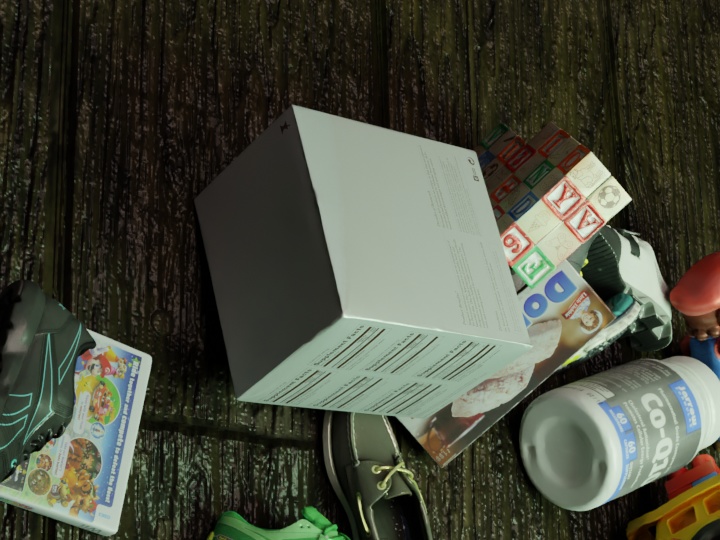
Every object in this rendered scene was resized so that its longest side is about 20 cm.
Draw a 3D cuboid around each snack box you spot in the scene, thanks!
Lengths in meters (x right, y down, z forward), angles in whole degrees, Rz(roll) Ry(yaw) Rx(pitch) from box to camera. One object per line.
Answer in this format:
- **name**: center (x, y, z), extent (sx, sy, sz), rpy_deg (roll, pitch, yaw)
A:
- **snack box**: center (0.121, 0.078, 1.366), extent (0.072, 0.200, 0.024), rpy_deg (48, 6, -3)

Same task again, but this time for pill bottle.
- **pill bottle**: center (0.253, 0.147, 1.497), extent (0.200, 0.114, 0.114), rpy_deg (-14, 84, -43)

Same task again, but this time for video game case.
- **video game case**: center (-0.249, 0.094, 1.139), extent (0.200, 0.018, 0.144), rpy_deg (26, 58, -32)

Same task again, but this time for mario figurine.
- **mario figurine**: center (0.378, 0.077, 1.604), extent (0.106, 0.123, 0.201), rpy_deg (-31, 120, -57)

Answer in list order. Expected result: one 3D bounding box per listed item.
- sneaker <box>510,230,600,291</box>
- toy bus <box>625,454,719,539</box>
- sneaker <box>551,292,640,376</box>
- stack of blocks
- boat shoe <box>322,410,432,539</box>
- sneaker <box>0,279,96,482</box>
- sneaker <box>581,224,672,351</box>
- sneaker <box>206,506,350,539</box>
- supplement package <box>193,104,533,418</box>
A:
- **sneaker**: center (0.169, 0.025, 1.428), extent (0.085, 0.074, 0.200), rpy_deg (38, 76, 5)
- **toy bus**: center (0.312, 0.271, 1.489), extent (0.136, 0.200, 0.192), rpy_deg (48, 18, -34)
- **sneaker**: center (0.186, 0.053, 1.495), extent (0.200, 0.078, 0.080), rpy_deg (-19, 75, -36)
- **stack of blocks**: center (0.149, -0.071, 1.410), extent (0.115, 0.200, 0.059), rpy_deg (-43, 110, 4)
- **boat shoe**: center (0.021, 0.191, 1.312), extent (0.072, 0.060, 0.202), rpy_deg (-4, 77, -41)
- **sneaker**: center (-0.237, 0.103, 1.083), extent (0.079, 0.075, 0.200), rpy_deg (35, 55, -30)
- **sneaker**: center (0.248, -0.011, 1.583), extent (0.200, 0.074, 0.089), rpy_deg (48, 43, -34)
- **sneaker**: center (-0.023, 0.224, 1.227), extent (0.199, 0.074, 0.084), rpy_deg (13, 56, -16)
- **supplement package**: center (0.000, 0.000, 1.281), extent (0.200, 0.147, 0.192), rpy_deg (10, 54, -39)
